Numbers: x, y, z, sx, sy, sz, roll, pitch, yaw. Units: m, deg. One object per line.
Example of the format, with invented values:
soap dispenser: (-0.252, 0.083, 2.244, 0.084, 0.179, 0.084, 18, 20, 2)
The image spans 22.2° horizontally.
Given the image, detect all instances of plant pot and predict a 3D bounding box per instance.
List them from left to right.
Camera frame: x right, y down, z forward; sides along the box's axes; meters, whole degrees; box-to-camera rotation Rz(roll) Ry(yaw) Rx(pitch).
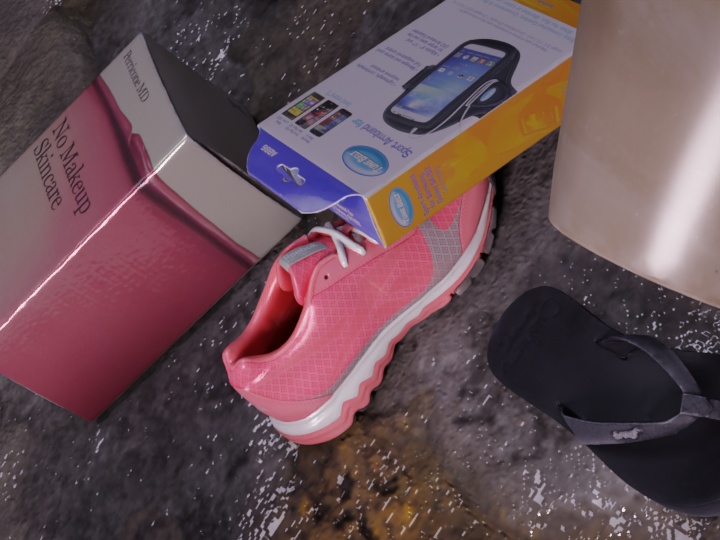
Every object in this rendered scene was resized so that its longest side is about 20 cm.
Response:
plant pot: (0.172, -0.079, 0.832, 0.200, 0.199, 0.174, 34, 105, 50)

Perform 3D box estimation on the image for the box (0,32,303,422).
box: (-0.155, -0.026, 1.159, 0.200, 0.109, 0.128, -44, 41, 14)

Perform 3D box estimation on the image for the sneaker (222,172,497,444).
sneaker: (0.000, 0.000, 1.005, 0.201, 0.087, 0.074, -55, 40, -1)

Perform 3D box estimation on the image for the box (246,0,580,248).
box: (0.037, -0.088, 1.008, 0.200, 0.042, 0.119, -36, 38, -14)

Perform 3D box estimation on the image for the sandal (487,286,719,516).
sandal: (0.125, 0.059, 0.875, 0.200, 0.043, 0.076, 23, 81, 50)
